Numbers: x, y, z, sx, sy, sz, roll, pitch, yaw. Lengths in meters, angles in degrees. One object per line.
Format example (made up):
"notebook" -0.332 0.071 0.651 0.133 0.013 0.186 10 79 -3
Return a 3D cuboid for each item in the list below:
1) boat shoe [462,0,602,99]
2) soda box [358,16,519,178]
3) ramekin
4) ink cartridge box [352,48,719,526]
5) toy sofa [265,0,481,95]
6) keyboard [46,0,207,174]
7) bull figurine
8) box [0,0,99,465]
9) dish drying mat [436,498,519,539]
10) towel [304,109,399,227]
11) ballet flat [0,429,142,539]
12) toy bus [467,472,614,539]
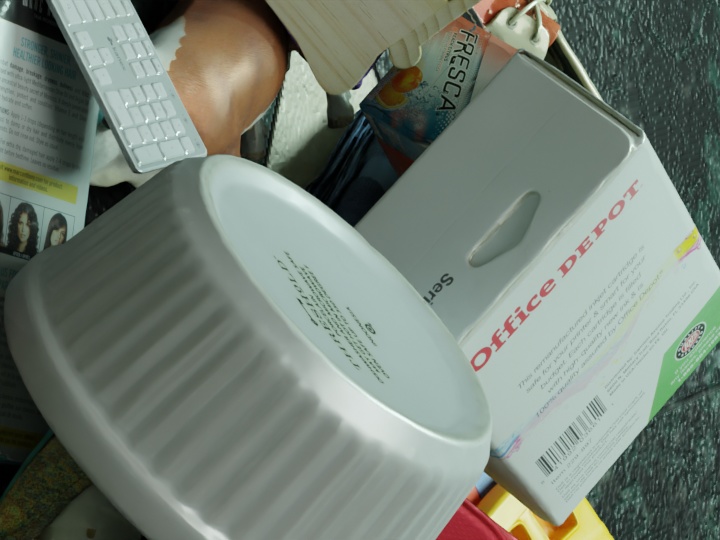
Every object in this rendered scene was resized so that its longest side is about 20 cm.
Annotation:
"boat shoe" 0.086 -0.126 1.449 0.071 0.063 0.200 -60 136 -35
"soda box" 0.068 -0.041 1.296 0.068 0.064 0.200 -49 148 -11
"ramekin" -0.035 0.042 1.042 0.202 0.094 0.202 41 16 -15
"ink cartridge box" 0.083 0.012 1.223 0.145 0.088 0.200 -48 150 -5
"toy sofa" -0.031 -0.185 1.198 0.200 0.098 0.083 48 15 -19
"keyboard" -0.123 -0.132 1.089 0.200 0.011 0.056 63 23 4
"bull figurine" -0.071 -0.076 1.203 0.200 0.065 0.121 -54 135 -41
"box" -0.157 -0.023 1.083 0.082 0.049 0.200 20 74 -57
"dish drying mat" -0.008 0.188 1.242 0.200 0.018 0.077 -47 129 2
"towel" 0.000 0.000 1.300 0.200 0.049 0.112 -63 143 -59
"ballet flat" -0.133 0.133 1.058 0.200 0.071 0.071 -49 133 -20
"toy bus" 0.044 0.164 1.342 0.200 0.136 0.192 -41 111 -46
